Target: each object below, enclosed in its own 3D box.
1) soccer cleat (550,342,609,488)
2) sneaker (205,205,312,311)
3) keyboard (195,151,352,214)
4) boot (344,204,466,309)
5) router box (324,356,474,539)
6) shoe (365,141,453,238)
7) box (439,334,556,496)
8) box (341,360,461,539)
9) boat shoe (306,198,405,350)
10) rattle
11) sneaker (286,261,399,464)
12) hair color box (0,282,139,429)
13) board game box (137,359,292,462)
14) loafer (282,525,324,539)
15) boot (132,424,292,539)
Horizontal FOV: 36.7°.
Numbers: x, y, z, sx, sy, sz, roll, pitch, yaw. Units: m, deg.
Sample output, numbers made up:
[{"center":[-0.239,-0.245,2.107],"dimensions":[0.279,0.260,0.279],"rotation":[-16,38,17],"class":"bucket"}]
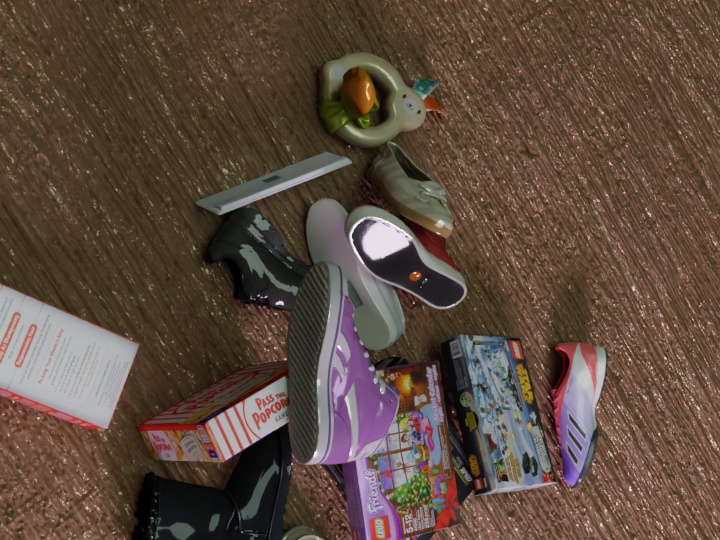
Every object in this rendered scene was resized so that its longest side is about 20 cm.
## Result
[{"center":[0.294,0.200,1.515],"dimensions":[0.073,0.068,0.201],"rotation":[12,79,-5],"class":"soccer cleat"},{"center":[-0.102,0.017,1.298],"dimensions":[0.200,0.076,0.091],"rotation":[43,70,-8],"class":"sneaker"},{"center":[-0.103,-0.108,1.319],"dimensions":[0.199,0.056,0.011],"rotation":[-25,115,-32],"class":"keyboard"},{"center":[0.045,-0.050,1.361],"dimensions":[0.200,0.072,0.145],"rotation":[35,28,-37],"class":"boot"},{"center":[0.045,0.232,1.350],"dimensions":[0.150,0.062,0.200],"rotation":[-41,104,-30],"class":"router box"},{"center":[0.063,-0.102,1.338],"dimensions":[0.070,0.200,0.054],"rotation":[21,107,-33],"class":"shoe"},{"center":[0.179,0.185,1.409],"dimensions":[0.136,0.040,0.201],"rotation":[7,65,-46],"class":"box"},{"center":[0.043,0.215,1.291],"dimensions":[0.136,0.039,0.201],"rotation":[-6,86,-31],"class":"box"},{"center":[0.000,0.000,1.362],"dimensions":[0.201,0.072,0.068],"rotation":[60,31,3],"class":"boat shoe"},{"center":[0.055,-0.233,1.390],"dimensions":[0.199,0.143,0.131],"rotation":[3,62,-25],"class":"rattle"},{"center":[-0.013,0.093,1.104],"dimensions":[0.114,0.072,0.202],"rotation":[3,91,-34],"class":"sneaker"},{"center":[-0.345,0.086,1.138],"dimensions":[0.199,0.061,0.102],"rotation":[28,69,-26],"class":"hair color box"},{"center":[-0.136,0.151,1.173],"dimensions":[0.151,0.200,0.047],"rotation":[-29,97,-32],"class":"board game box"},{"center":[-0.030,0.390,1.276],"dimensions":[0.076,0.068,0.201],"rotation":[-33,99,-31],"class":"loafer"},{"center":[-0.166,0.252,1.218],"dimensions":[0.162,0.073,0.200],"rotation":[11,77,-26],"class":"boot"}]
